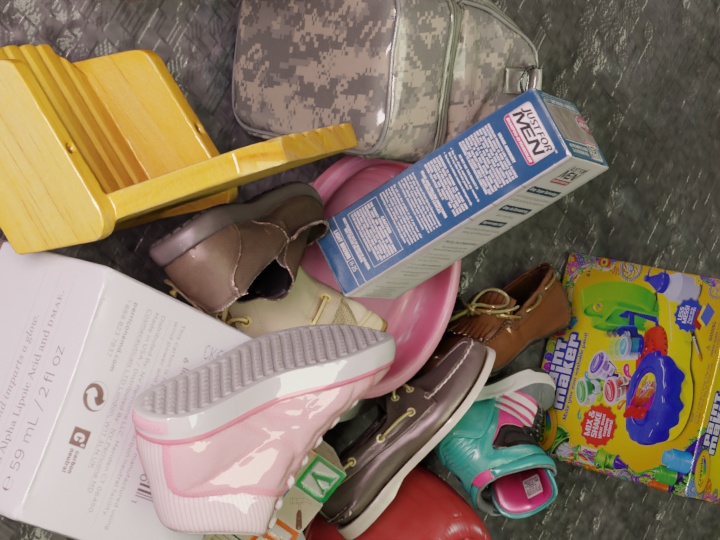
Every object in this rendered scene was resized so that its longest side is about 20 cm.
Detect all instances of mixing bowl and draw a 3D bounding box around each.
[{"bbox_3d":[0.047,0.267,1.591,0.199,0.108,0.202,-12,107,-44],"label":"mixing bowl"}]

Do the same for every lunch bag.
[{"bbox_3d":[0.019,-0.157,1.401,0.167,0.199,0.140,3,97,-42],"label":"lunch bag"}]

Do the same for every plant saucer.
[{"bbox_3d":[0.000,0.000,1.467,0.200,0.051,0.202,-12,107,-44],"label":"plant saucer"}]

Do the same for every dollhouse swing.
[{"bbox_3d":[-0.134,-0.108,1.174,0.182,0.175,0.200,59,22,4],"label":"dollhouse swing"}]

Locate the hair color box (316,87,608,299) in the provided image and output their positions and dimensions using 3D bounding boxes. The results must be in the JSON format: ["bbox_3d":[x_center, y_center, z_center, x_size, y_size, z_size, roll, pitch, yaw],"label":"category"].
[{"bbox_3d":[0.074,-0.053,1.345,0.061,0.199,0.100,63,20,13],"label":"hair color box"}]

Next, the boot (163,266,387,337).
[{"bbox_3d":[-0.088,0.050,1.303,0.155,0.073,0.200,41,47,4],"label":"boot"}]

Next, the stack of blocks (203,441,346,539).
[{"bbox_3d":[-0.098,0.204,1.374,0.115,0.059,0.200,37,95,-18],"label":"stack of blocks"}]

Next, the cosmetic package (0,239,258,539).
[{"bbox_3d":[-0.201,0.082,1.211,0.165,0.199,0.166,29,77,-48],"label":"cosmetic package"}]

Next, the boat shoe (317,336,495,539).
[{"bbox_3d":[0.033,0.129,1.521,0.059,0.072,0.200,41,86,-7],"label":"boat shoe"}]

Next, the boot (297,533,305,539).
[{"bbox_3d":[-0.117,0.178,1.421,0.095,0.073,0.201,-40,119,-25],"label":"boot"}]

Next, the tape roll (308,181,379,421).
[{"bbox_3d":[-0.022,0.025,1.514,0.202,0.037,0.204,-14,109,-46],"label":"tape roll"}]

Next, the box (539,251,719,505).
[{"bbox_3d":[0.283,0.104,1.746,0.122,0.192,0.201,17,85,-48],"label":"box"}]

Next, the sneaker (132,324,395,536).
[{"bbox_3d":[-0.058,0.105,1.171,0.200,0.075,0.105,-21,115,-39],"label":"sneaker"}]

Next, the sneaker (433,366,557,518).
[{"bbox_3d":[0.139,0.157,1.634,0.200,0.084,0.121,-10,63,-54],"label":"sneaker"}]

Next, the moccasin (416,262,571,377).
[{"bbox_3d":[0.118,0.046,1.644,0.201,0.073,0.078,-26,108,-38],"label":"moccasin"}]

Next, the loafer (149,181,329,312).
[{"bbox_3d":[-0.075,-0.008,1.247,0.071,0.073,0.200,61,27,3],"label":"loafer"}]
